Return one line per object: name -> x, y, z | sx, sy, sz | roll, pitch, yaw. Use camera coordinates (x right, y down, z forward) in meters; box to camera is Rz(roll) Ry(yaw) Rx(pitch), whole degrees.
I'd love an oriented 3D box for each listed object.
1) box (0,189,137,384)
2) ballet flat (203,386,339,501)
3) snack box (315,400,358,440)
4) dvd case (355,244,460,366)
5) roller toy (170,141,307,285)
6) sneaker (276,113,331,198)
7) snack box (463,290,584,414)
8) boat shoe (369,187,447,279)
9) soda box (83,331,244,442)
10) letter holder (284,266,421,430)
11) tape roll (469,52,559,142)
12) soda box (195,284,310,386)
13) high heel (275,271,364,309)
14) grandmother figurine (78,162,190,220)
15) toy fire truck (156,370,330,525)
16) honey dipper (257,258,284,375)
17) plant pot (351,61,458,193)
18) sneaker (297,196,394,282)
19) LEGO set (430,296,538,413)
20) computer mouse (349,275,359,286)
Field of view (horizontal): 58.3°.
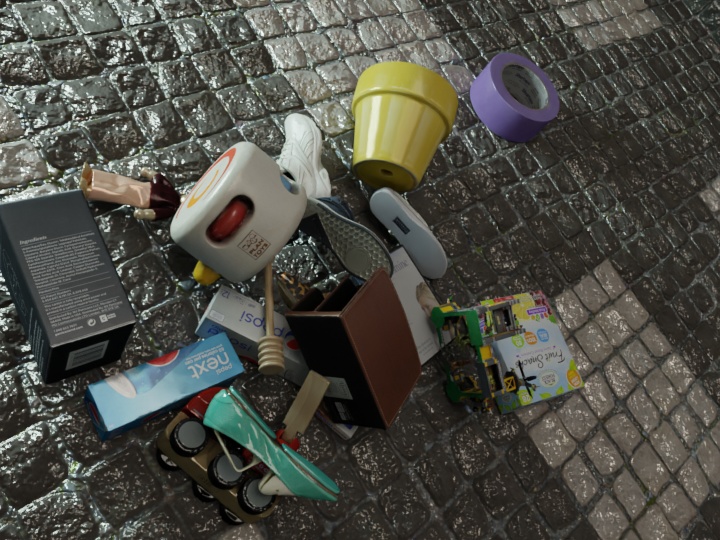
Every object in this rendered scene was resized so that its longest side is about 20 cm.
box -> -0.389, 0.022, 0.845 | 0.107, 0.148, 0.200 | -19, 75, -35
ballet flat -> -0.118, 0.235, 0.808 | 0.200, 0.067, 0.070 | 43, 81, 0
snack box -> 0.003, 0.175, 1.051 | 0.072, 0.024, 0.200 | 41, 52, -5
dvd case -> 0.084, 0.060, 1.138 | 0.143, 0.018, 0.200 | -30, 86, -46
roller toy -> -0.175, -0.080, 0.953 | 0.140, 0.182, 0.200 | 39, 56, -24
sneaker -> -0.118, -0.199, 1.160 | 0.099, 0.078, 0.200 | -5, 66, -26
snack box -> 0.303, 0.147, 1.202 | 0.169, 0.068, 0.200 | -8, 70, -32
boat shoe -> 0.099, -0.076, 1.212 | 0.200, 0.074, 0.065 | 55, 27, -8
soda box -> -0.268, 0.157, 0.890 | 0.200, 0.064, 0.068 | -21, 76, -36
letter holder -> -0.001, 0.108, 0.952 | 0.142, 0.100, 0.200 | -48, 126, -44
tape roll -> 0.365, -0.410, 1.529 | 0.200, 0.085, 0.200 | 13, 58, -22
soda box -> -0.143, 0.104, 0.983 | 0.200, 0.068, 0.063 | 29, 52, -13
high heel -> -0.042, 0.025, 1.008 | 0.143, 0.071, 0.200 | -49, 133, -11
grandmother figurine -> -0.332, -0.116, 1.011 | 0.200, 0.061, 0.121 | 13, 52, -25
toy fire truck -> -0.148, 0.215, 0.890 | 0.176, 0.129, 0.200 | 41, 47, -2
honey dipper -> -0.136, 0.056, 0.953 | 0.038, 0.038, 0.200 | 8, 54, -25
plant pot -> 0.070, -0.259, 1.230 | 0.201, 0.201, 0.189 | 21, 71, -17
sneaker -> -0.017, -0.056, 1.079 | 0.202, 0.077, 0.146 | 40, 11, 8
LEGO set -> 0.215, 0.130, 1.096 | 0.116, 0.154, 0.200 | -11, 80, -31
computer mouse -> 0.000, 0.000, 1.140 | 0.059, 0.034, 0.200 | 1, 64, -27
